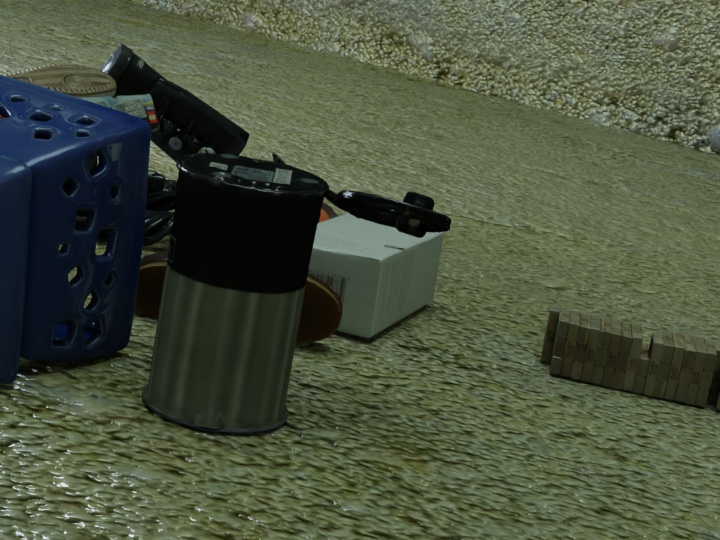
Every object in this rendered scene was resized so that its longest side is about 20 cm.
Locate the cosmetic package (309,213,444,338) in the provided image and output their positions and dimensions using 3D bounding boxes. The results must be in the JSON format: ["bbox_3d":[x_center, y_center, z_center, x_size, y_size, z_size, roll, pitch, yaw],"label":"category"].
[{"bbox_3d":[0.000,0.000,1.505,0.112,0.082,0.200,13,15,16],"label":"cosmetic package"}]

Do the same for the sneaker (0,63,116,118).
[{"bbox_3d":[-0.387,-0.176,1.798,0.198,0.113,0.071,-13,40,-30],"label":"sneaker"}]

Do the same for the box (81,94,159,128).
[{"bbox_3d":[-0.338,-0.139,1.660,0.199,0.040,0.137,-20,-2,33],"label":"box"}]

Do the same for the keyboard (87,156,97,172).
[{"bbox_3d":[-0.418,-0.139,1.871,0.198,0.040,0.104,14,37,7],"label":"keyboard"}]

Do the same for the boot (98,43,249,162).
[{"bbox_3d":[-0.262,-0.172,1.912,0.199,0.165,0.066,33,42,-22],"label":"boot"}]

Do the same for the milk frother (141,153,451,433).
[{"bbox_3d":[-0.048,0.019,1.167,0.198,0.190,0.180,14,15,14],"label":"milk frother"}]

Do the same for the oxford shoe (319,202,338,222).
[{"bbox_3d":[-0.081,-0.065,1.757,0.072,0.072,0.200,16,15,-40],"label":"oxford shoe"}]

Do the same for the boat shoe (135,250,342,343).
[{"bbox_3d":[-0.111,0.016,1.377,0.198,0.071,0.070,12,18,4],"label":"boat shoe"}]

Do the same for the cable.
[{"bbox_3d":[-0.275,-0.066,1.647,0.198,0.051,0.163,3,23,-13],"label":"cable"}]

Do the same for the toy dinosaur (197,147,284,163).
[{"bbox_3d":[-0.101,-0.060,1.660,0.201,0.102,0.077,54,6,17],"label":"toy dinosaur"}]

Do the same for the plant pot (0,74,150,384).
[{"bbox_3d":[-0.297,-0.032,1.184,0.198,0.202,0.180,17,21,21],"label":"plant pot"}]

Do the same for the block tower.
[{"bbox_3d":[0.271,0.085,1.431,0.198,0.055,0.058,12,13,7],"label":"block tower"}]
